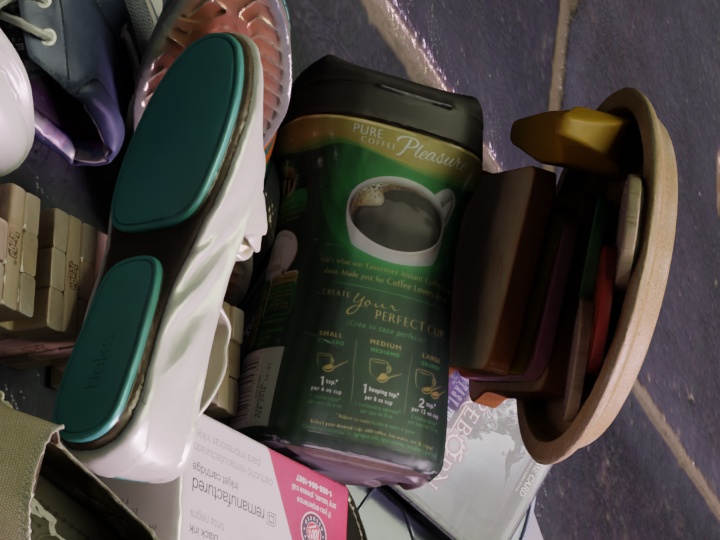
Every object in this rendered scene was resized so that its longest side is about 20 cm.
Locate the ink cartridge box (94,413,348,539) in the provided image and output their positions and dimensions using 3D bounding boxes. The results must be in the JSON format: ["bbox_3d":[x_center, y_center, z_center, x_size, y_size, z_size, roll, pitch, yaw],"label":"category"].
[{"bbox_3d":[-0.077,0.179,0.890,0.145,0.084,0.201,34,53,-53],"label":"ink cartridge box"}]

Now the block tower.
[{"bbox_3d":[-0.121,0.020,0.889,0.200,0.057,0.054,34,53,-58],"label":"block tower"}]

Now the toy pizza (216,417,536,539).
[{"bbox_3d":[0.007,0.104,1.072,0.199,0.032,0.202,4,82,-30],"label":"toy pizza"}]

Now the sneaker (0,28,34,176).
[{"bbox_3d":[-0.202,-0.089,0.769,0.200,0.074,0.100,52,56,-44],"label":"sneaker"}]

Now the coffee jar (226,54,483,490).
[{"bbox_3d":[0.000,0.000,0.989,0.104,0.085,0.201,15,74,-20],"label":"coffee jar"}]

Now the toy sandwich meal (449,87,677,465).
[{"bbox_3d":[0.089,-0.002,0.981,0.205,0.070,0.207,-167,-90,-80],"label":"toy sandwich meal"}]

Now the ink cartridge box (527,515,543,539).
[{"bbox_3d":[0.080,0.239,1.237,0.201,0.043,0.197,67,29,-23],"label":"ink cartridge box"}]

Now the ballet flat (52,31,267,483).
[{"bbox_3d":[-0.074,-0.002,0.850,0.069,0.069,0.201,45,53,-49],"label":"ballet flat"}]

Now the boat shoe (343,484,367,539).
[{"bbox_3d":[-0.005,0.188,0.976,0.071,0.066,0.202,9,64,-34],"label":"boat shoe"}]

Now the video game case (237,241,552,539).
[{"bbox_3d":[0.032,0.043,1.065,0.200,0.019,0.143,41,65,-19],"label":"video game case"}]

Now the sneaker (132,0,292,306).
[{"bbox_3d":[-0.072,-0.074,0.950,0.080,0.071,0.201,-91,-170,-47],"label":"sneaker"}]

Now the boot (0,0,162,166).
[{"bbox_3d":[-0.145,-0.134,0.868,0.200,0.072,0.091,52,37,-49],"label":"boot"}]

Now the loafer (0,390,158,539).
[{"bbox_3d":[-0.149,0.076,0.765,0.200,0.068,0.076,38,46,-31],"label":"loafer"}]
